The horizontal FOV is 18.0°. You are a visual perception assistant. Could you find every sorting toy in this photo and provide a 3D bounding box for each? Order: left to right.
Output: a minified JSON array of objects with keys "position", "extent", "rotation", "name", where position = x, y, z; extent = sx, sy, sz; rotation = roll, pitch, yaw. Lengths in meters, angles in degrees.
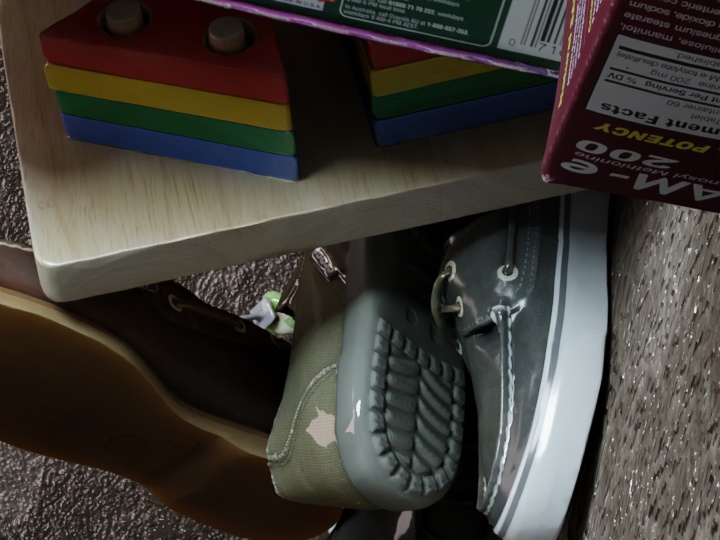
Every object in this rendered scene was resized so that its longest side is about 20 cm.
[{"position":[-0.029,-0.104,0.778],"extent":[0.070,0.197,0.201],"rotation":[83,173,-49],"name":"sorting toy"}]

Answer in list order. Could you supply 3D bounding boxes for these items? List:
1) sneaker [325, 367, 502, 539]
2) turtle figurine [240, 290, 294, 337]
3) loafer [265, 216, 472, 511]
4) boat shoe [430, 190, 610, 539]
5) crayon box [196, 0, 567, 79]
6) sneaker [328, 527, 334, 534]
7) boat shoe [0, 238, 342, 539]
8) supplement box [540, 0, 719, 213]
[{"position":[0.030,0.077,0.844],"extent":[0.091,0.075,0.201],"rotation":[116,163,-52],"name":"sneaker"},{"position":[-0.032,-0.035,1.328],"extent":[0.145,0.199,0.194],"rotation":[64,-176,26],"name":"turtle figurine"},{"position":[0.000,0.000,0.819],"extent":[0.069,0.075,0.201],"rotation":[-22,41,33],"name":"loafer"},{"position":[0.052,0.002,0.778],"extent":[0.069,0.056,0.201],"rotation":[106,173,-56],"name":"boat shoe"},{"position":[0.013,-0.145,0.690],"extent":[0.059,0.198,0.173],"rotation":[107,173,-46],"name":"crayon box"},{"position":[0.014,0.058,1.061],"extent":[0.140,0.077,0.202],"rotation":[119,161,-77],"name":"sneaker"},{"position":[-0.083,0.033,0.806],"extent":[0.070,0.200,0.071],"rotation":[-26,50,29],"name":"boat shoe"},{"position":[0.090,-0.108,0.467],"extent":[0.200,0.060,0.110],"rotation":[109,172,-60],"name":"supplement box"}]
